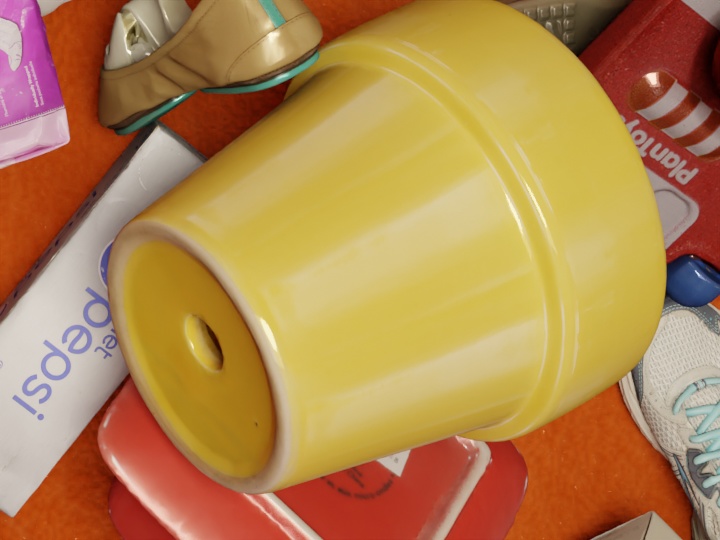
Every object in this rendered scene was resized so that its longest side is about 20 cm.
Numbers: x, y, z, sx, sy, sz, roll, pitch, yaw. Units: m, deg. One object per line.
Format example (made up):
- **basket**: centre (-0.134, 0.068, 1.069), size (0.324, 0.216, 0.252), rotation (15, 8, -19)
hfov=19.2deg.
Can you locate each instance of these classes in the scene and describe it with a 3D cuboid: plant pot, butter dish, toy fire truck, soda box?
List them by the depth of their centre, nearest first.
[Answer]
- **plant pot**: centre (0.000, 0.000, 0.943), size (0.189, 0.200, 0.201), rotation (-26, 104, -32)
- **toy fire truck**: centre (0.181, -0.064, 1.021), size (0.200, 0.112, 0.168), rotation (32, 116, -31)
- **butter dish**: centre (-0.044, 0.115, 1.062), size (0.200, 0.200, 0.148), rotation (43, 133, -7)
- **soda box**: centre (-0.139, 0.022, 1.068), size (0.068, 0.063, 0.200), rotation (38, 91, -12)

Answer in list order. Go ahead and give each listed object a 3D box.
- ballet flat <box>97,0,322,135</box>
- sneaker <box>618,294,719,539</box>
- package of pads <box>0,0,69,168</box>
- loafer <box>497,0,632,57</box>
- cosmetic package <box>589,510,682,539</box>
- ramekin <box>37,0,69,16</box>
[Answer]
- **ballet flat**: centre (-0.080, -0.110, 0.996), size (0.069, 0.200, 0.063), rotation (-37, 103, -28)
- **sneaker**: centre (0.203, 0.103, 1.131), size (0.077, 0.086, 0.201), rotation (-27, 103, -6)
- **package of pads**: centre (-0.203, -0.107, 0.967), size (0.075, 0.200, 0.121), rotation (-20, 102, -22)
- **loafer**: centre (0.132, -0.122, 1.065), size (0.199, 0.067, 0.076), rotation (-5, 110, -25)
- **cosmetic package**: centre (0.178, 0.232, 1.131), size (0.200, 0.073, 0.103), rotation (46, 133, -13)
- **ramekin**: centre (-0.133, -0.221, 0.967), size (0.097, 0.200, 0.201), rotation (-15, 102, -15)
